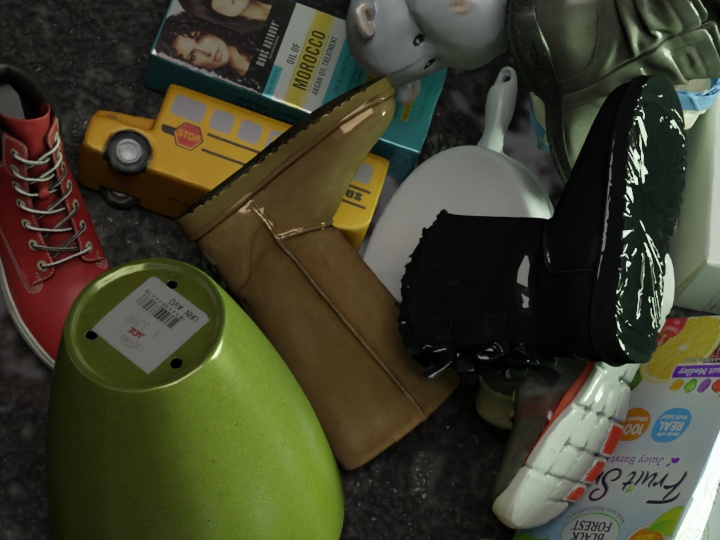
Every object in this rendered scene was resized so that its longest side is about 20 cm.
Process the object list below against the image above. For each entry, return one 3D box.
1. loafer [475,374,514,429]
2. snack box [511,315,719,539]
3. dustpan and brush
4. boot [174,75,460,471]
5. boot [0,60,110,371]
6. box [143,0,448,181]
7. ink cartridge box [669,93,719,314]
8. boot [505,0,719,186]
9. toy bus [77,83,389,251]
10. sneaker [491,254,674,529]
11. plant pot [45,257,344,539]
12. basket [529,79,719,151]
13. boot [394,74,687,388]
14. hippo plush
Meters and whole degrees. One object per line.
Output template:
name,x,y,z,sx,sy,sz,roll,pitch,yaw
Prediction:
loafer,0.133,0.021,1.350,0.075,0.069,0.200,12,52,33
snack box,0.189,0.123,1.289,0.053,0.142,0.201,41,63,-27
dustpan and brush,0.080,-0.060,1.376,0.139,0.057,0.201,0,68,27
boot,0.000,0.000,1.296,0.175,0.066,0.200,-36,100,5
boot,-0.197,-0.028,1.276,0.072,0.144,0.201,-23,75,-20
box,-0.044,-0.139,1.402,0.199,0.049,0.083,20,66,-3
ink cartridge box,0.325,-0.037,1.413,0.198,0.083,0.146,10,67,-7
boot,0.179,-0.116,1.270,0.130,0.200,0.068,-9,49,20
toy bus,-0.087,-0.066,1.355,0.199,0.065,0.079,19,66,-3
sneaker,0.126,0.068,1.273,0.082,0.077,0.201,22,79,36
plant pot,-0.111,0.089,1.184,0.186,0.201,0.188,-3,51,4
basket,0.188,-0.184,1.374,0.138,0.201,0.177,8,53,-6
boot,0.111,-0.023,1.240,0.073,0.162,0.200,30,64,-47
hippo plush,0.034,-0.211,1.308,0.199,0.160,0.162,-5,52,24
